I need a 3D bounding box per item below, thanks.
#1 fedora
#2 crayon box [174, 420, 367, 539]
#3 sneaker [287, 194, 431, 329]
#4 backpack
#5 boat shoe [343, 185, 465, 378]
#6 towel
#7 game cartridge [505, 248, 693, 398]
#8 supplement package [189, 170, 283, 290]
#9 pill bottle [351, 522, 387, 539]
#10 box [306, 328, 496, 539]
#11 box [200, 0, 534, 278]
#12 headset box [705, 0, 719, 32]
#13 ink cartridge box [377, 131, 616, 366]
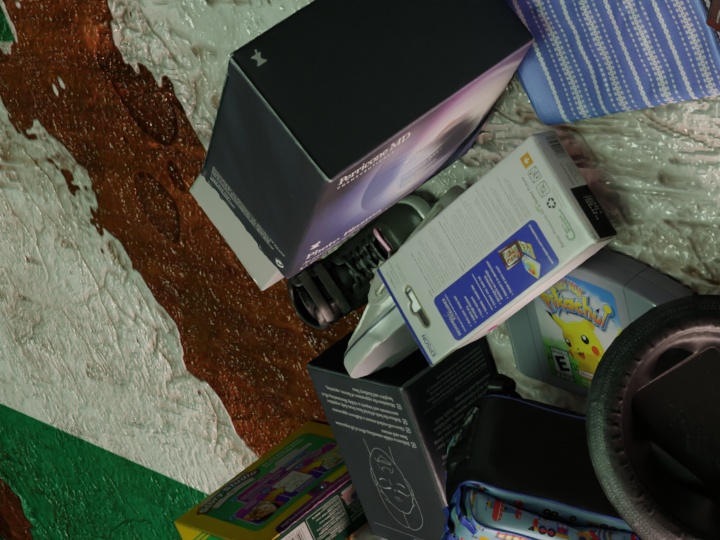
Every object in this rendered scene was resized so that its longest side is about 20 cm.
[{"bbox_3d":[0.251,0.114,1.145,0.201,0.200,0.092,58,180,-2],"label":"fedora"},{"bbox_3d":[-0.070,0.244,1.669,0.172,0.199,0.059,3,122,55],"label":"crayon box"},{"bbox_3d":[0.000,0.000,1.432,0.071,0.099,0.200,56,149,3],"label":"sneaker"},{"bbox_3d":[0.149,0.194,1.325,0.181,0.135,0.200,17,154,-3],"label":"backpack"},{"bbox_3d":[0.041,0.011,1.360,0.066,0.072,0.200,54,128,23],"label":"boat shoe"},{"bbox_3d":[0.162,-0.175,1.099,0.199,0.024,0.146,-4,116,57],"label":"towel"},{"bbox_3d":[0.186,0.043,1.263,0.199,0.040,0.134,17,128,49],"label":"game cartridge"},{"bbox_3d":[-0.047,-0.090,1.391,0.120,0.121,0.200,53,151,4],"label":"supplement package"},{"bbox_3d":[0.082,0.336,1.620,0.113,0.113,0.201,-16,104,59],"label":"pill bottle"},{"bbox_3d":[0.060,0.157,1.485,0.148,0.107,0.201,10,126,52],"label":"box"},{"bbox_3d":[0.000,-0.121,1.186,0.123,0.199,0.199,50,159,10],"label":"box"},{"bbox_3d":[0.285,-0.169,0.866,0.200,0.077,0.150,39,146,30],"label":"headset box"},{"bbox_3d":[0.102,-0.014,1.239,0.200,0.037,0.095,-40,74,38],"label":"ink cartridge box"}]
